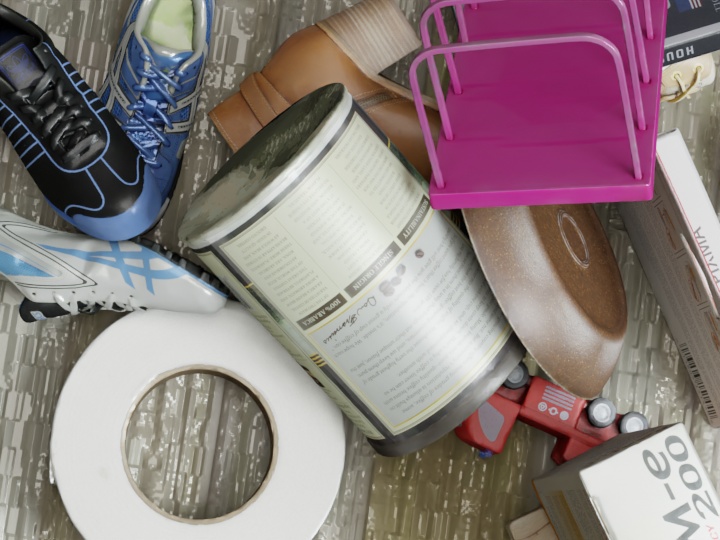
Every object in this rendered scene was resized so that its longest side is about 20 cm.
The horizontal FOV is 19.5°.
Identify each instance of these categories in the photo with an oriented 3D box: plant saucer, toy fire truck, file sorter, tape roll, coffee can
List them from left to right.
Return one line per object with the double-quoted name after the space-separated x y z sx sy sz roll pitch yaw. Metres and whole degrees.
-0.110 0.119 1.421 0.201 0.037 0.205 1 83 -6 "tape roll"
0.000 0.000 1.367 0.146 0.146 0.200 -45 106 -10 "coffee can"
0.113 -0.154 1.318 0.138 0.126 0.201 -2 43 14 "file sorter"
0.128 -0.015 1.388 0.036 0.200 0.202 -26 85 23 "plant saucer"
0.145 0.156 1.438 0.199 0.049 0.142 23 82 -2 "toy fire truck"

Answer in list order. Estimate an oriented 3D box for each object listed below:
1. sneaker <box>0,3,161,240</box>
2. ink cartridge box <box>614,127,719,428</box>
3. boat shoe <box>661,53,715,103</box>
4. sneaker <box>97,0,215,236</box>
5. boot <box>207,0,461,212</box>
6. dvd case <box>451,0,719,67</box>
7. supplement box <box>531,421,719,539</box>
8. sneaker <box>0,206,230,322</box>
-0.206 -0.102 1.380 0.070 0.078 0.200 -39 60 -9 "sneaker"
0.232 0.003 1.403 0.044 0.176 0.201 -23 86 -6 "ink cartridge box"
0.222 -0.156 1.475 0.069 0.074 0.200 37 79 6 "boat shoe"
-0.147 -0.122 1.429 0.075 0.077 0.202 11 83 -6 "sneaker"
0.003 -0.074 1.449 0.154 0.074 0.201 -34 88 -2 "boot"
0.163 -0.193 1.448 0.199 0.025 0.151 -17 55 4 "dvd case"
0.178 0.169 1.313 0.073 0.200 0.127 -25 86 -6 "supplement box"
-0.183 0.007 1.400 0.198 0.072 0.073 11 82 13 "sneaker"
